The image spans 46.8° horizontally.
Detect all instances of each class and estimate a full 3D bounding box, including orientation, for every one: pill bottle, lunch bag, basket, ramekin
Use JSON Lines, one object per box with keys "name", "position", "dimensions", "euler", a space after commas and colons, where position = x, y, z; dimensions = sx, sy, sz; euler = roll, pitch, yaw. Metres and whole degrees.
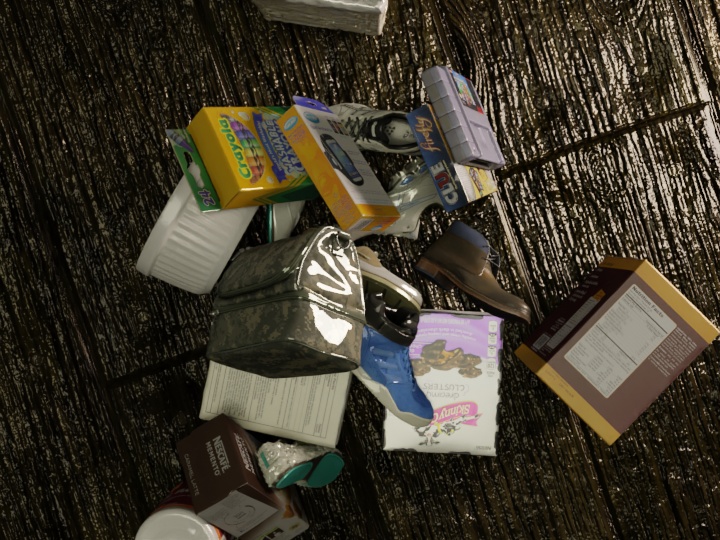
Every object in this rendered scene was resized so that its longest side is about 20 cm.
{"name": "pill bottle", "position": [-0.233, 0.357, 1.159], "dimensions": [0.113, 0.200, 0.115], "euler": [0, 92, 2]}
{"name": "lunch bag", "position": [-0.093, 0.039, 1.057], "dimensions": [0.139, 0.199, 0.169], "euler": [25, 63, -38]}
{"name": "basket", "position": [-0.047, -0.448, 1.147], "dimensions": [0.196, 0.161, 0.202], "euler": [9, 93, 2]}
{"name": "ramekin", "position": [-0.215, -0.063, 1.152], "dimensions": [0.105, 0.200, 0.201], "euler": [30, 93, -9]}

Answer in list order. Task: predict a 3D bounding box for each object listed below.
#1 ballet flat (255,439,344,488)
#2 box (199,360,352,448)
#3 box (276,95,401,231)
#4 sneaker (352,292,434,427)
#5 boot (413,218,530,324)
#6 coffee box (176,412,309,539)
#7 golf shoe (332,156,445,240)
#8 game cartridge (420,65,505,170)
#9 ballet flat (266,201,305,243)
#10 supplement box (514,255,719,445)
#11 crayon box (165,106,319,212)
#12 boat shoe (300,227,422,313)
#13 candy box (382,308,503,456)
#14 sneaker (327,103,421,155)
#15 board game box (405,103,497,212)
{"name": "ballet flat", "position": [-0.084, 0.262, 1.165], "dimensions": [0.071, 0.200, 0.072], "euler": [-5, 76, 20]}
{"name": "box", "position": [-0.115, 0.162, 1.194], "dimensions": [0.198, 0.109, 0.129], "euler": [12, 91, 1]}
{"name": "box", "position": [-0.033, -0.143, 1.112], "dimensions": [0.041, 0.119, 0.201], "euler": [-39, 75, 23]}
{"name": "sneaker", "position": [0.054, 0.115, 1.114], "dimensions": [0.111, 0.077, 0.200], "euler": [-43, 101, 12]}
{"name": "boot", "position": [0.171, -0.002, 1.163], "dimensions": [0.199, 0.075, 0.097], "euler": [29, 83, 37]}
{"name": "coffee box", "position": [-0.158, 0.296, 1.142], "dimensions": [0.079, 0.200, 0.115], "euler": [-31, 53, 3]}
{"name": "golf shoe", "position": [0.040, -0.074, 1.201], "dimensions": [0.199, 0.078, 0.098], "euler": [-35, 97, 4]}
{"name": "game cartridge", "position": [0.143, -0.203, 1.124], "dimensions": [0.038, 0.200, 0.131], "euler": [-19, 87, 22]}
{"name": "ballet flat", "position": [-0.111, -0.123, 1.201], "dimensions": [0.069, 0.069, 0.202], "euler": [-8, 80, 2]}
{"name": "supplement box", "position": [0.337, 0.099, 1.131], "dimensions": [0.133, 0.197, 0.200], "euler": [44, 93, 0]}
{"name": "crayon box", "position": [-0.142, -0.151, 1.099], "dimensions": [0.052, 0.199, 0.126], "euler": [-37, 73, 42]}
{"name": "boat shoe", "position": [0.000, 0.000, 1.153], "dimensions": [0.199, 0.075, 0.069], "euler": [27, 49, -3]}
{"name": "candy box", "position": [0.117, 0.159, 1.204], "dimensions": [0.166, 0.072, 0.202], "euler": [2, 91, 2]}
{"name": "sneaker", "position": [0.013, -0.205, 1.189], "dimensions": [0.198, 0.088, 0.076], "euler": [1, 94, 4]}
{"name": "board game box", "position": [0.128, -0.156, 1.130], "dimensions": [0.034, 0.200, 0.136], "euler": [-23, 91, 21]}
